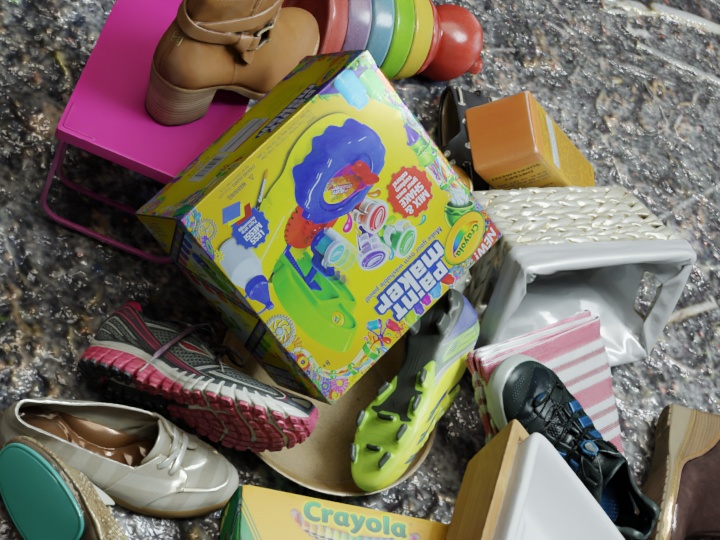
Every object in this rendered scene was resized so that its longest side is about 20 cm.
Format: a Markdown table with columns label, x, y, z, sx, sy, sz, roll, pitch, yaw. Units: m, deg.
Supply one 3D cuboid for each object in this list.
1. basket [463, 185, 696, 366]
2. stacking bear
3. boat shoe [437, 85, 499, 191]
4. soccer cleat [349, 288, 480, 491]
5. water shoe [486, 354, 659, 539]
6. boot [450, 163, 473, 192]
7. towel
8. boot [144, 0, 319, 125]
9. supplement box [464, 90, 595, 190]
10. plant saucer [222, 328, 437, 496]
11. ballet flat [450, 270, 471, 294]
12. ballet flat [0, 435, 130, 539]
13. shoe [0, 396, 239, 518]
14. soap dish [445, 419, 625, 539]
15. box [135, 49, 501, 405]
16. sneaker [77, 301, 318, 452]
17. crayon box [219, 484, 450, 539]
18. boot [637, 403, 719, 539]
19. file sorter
| label | x | y | z | sx | sy | sz | roll | pitch | yaw |
| --- | --- | --- | --- | --- | --- | --- | --- | --- | --- |
| basket | 0.180 | 0.004 | 1.474 | 0.199 | 0.136 | 0.124 | -4 | 41 | -30 |
| stacking bear | 0.032 | -0.237 | 1.610 | 0.199 | 0.114 | 0.122 | 4 | 55 | -29 |
| boat shoe | 0.099 | -0.107 | 1.568 | 0.060 | 0.074 | 0.201 | 20 | 48 | -12 |
| soccer cleat | 0.054 | 0.107 | 1.352 | 0.084 | 0.064 | 0.201 | 53 | 50 | -38 |
| water shoe | 0.183 | 0.145 | 1.336 | 0.072 | 0.079 | 0.200 | -51 | 118 | -24 |
| boot | -0.005 | -0.086 | 1.417 | 0.200 | 0.144 | 0.071 | 4 | 80 | 9 |
| towel | 0.166 | 0.147 | 1.391 | 0.146 | 0.030 | 0.202 | -17 | 101 | -34 |
| boot | -0.088 | -0.211 | 1.326 | 0.199 | 0.156 | 0.077 | -25 | 68 | -37 |
| supplement box | 0.166 | -0.097 | 1.521 | 0.200 | 0.066 | 0.069 | 32 | 45 | -60 |
| plant saucer | -0.031 | 0.108 | 1.372 | 0.199 | 0.035 | 0.201 | 13 | 53 | -18 |
| ballet flat | 0.000 | 0.000 | 1.439 | 0.199 | 0.072 | 0.072 | 14 | 49 | 10 |
| ballet flat | -0.201 | 0.207 | 1.209 | 0.201 | 0.070 | 0.065 | 54 | 24 | 13 |
| shoe | -0.186 | 0.143 | 1.258 | 0.199 | 0.053 | 0.070 | 17 | 51 | -15 |
| soap dish | 0.144 | 0.244 | 1.281 | 0.200 | 0.081 | 0.158 | 52 | 38 | -26 |
| box | -0.033 | -0.037 | 1.282 | 0.200 | 0.122 | 0.193 | -45 | 110 | -15 |
| sneaker | -0.124 | 0.082 | 1.281 | 0.199 | 0.081 | 0.075 | 21 | 59 | 12 |
| crayon box | -0.013 | 0.250 | 1.264 | 0.199 | 0.058 | 0.119 | 13 | 53 | -18 |
| boot | 0.335 | 0.219 | 1.449 | 0.166 | 0.073 | 0.201 | 27 | 46 | -4 |
| file sorter | -0.182 | -0.127 | 1.407 | 0.138 | 0.126 | 0.201 | 23 | 49 | -9 |
